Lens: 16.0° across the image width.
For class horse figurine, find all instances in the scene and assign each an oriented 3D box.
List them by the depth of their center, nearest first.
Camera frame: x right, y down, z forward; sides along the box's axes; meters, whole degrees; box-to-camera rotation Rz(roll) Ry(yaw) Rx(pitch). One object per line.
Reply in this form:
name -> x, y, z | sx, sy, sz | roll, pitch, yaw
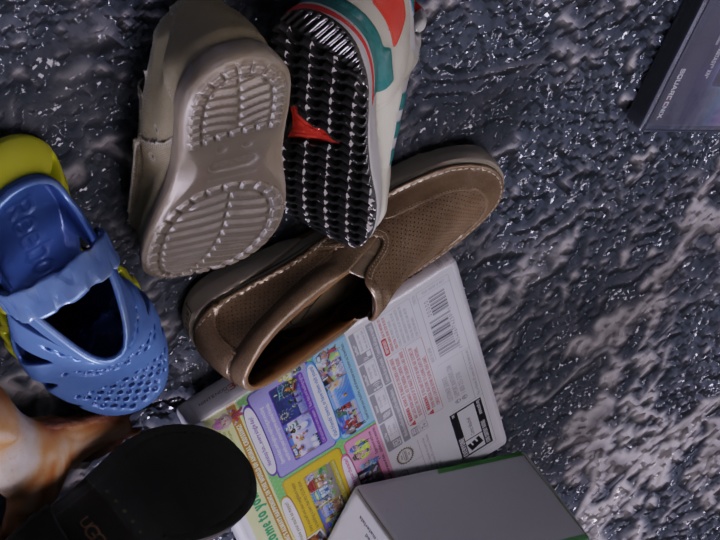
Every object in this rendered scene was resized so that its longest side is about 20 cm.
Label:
horse figurine -> -0.209, 0.099, 1.353 | 0.133, 0.050, 0.200 | -39, 145, 8

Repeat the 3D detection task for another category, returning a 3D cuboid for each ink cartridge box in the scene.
ink cartridge box -> 0.034, 0.220, 1.623 | 0.146, 0.084, 0.200 | -9, 139, -39

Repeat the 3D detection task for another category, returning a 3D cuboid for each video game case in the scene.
video game case -> 0.262, -0.144, 1.524 | 0.200, 0.019, 0.143 | -1, 128, -38
video game case -> -0.006, 0.092, 1.532 | 0.182, 0.022, 0.200 | -32, 144, -10

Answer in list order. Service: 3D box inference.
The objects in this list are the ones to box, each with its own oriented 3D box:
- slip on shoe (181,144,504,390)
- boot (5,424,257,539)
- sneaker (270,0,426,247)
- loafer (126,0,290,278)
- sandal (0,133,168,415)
slip on shoe -> 0.000, 0.000, 1.416 | 0.200, 0.061, 0.076 | -26, 140, -17
boot -> -0.166, 0.169, 1.427 | 0.200, 0.069, 0.174 | -26, 167, -39
sneaker -> 0.003, -0.092, 1.318 | 0.093, 0.070, 0.200 | -52, 162, -27
loafer -> -0.077, -0.067, 1.285 | 0.076, 0.068, 0.200 | -9, 150, -20
sandal -> -0.145, 0.021, 1.300 | 0.079, 0.087, 0.200 | -37, 144, -6
